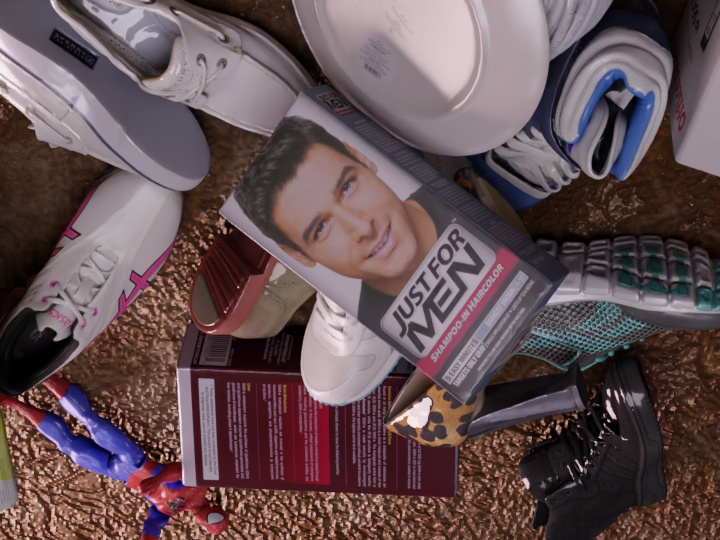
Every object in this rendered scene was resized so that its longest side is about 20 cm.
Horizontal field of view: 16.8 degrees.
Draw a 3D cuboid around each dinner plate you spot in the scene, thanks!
[{"bbox_3d":[0.028,-0.158,1.504,0.200,0.024,0.200,25,133,30],"label":"dinner plate"}]

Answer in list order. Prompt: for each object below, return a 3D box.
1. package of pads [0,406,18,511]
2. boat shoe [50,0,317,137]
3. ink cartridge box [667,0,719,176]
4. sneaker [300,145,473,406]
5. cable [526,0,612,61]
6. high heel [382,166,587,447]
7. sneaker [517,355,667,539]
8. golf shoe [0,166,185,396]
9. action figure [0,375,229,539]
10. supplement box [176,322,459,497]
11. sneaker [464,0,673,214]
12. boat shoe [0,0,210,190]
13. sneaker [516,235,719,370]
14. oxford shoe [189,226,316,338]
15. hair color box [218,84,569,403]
[{"bbox_3d":[-0.288,0.062,1.665,0.068,0.200,0.155,-13,122,-10],"label":"package of pads"},{"bbox_3d":[-0.119,-0.138,1.599,0.200,0.069,0.071,29,120,-11],"label":"boat shoe"},{"bbox_3d":[0.261,-0.169,1.504,0.084,0.146,0.200,16,121,-6],"label":"ink cartridge box"},{"bbox_3d":[0.000,0.000,1.637,0.081,0.076,0.200,-1,120,-49],"label":"sneaker"},{"bbox_3d":[0.070,-0.219,1.493,0.200,0.069,0.200,15,127,36],"label":"cable"},{"bbox_3d":[0.054,0.030,1.622,0.142,0.071,0.200,-14,118,18],"label":"high heel"},{"bbox_3d":[0.160,0.136,1.730,0.104,0.060,0.200,-14,145,2],"label":"sneaker"},{"bbox_3d":[-0.187,0.010,1.689,0.073,0.092,0.200,32,118,-14],"label":"golf shoe"},{"bbox_3d":[-0.181,0.151,1.776,0.200,0.099,0.065,32,120,-17],"label":"action figure"},{"bbox_3d":[-0.028,0.100,1.748,0.200,0.061,0.109,3,123,4],"label":"supplement box"},{"bbox_3d":[0.126,-0.084,1.568,0.081,0.147,0.200,32,118,-14],"label":"sneaker"},{"bbox_3d":[-0.192,-0.114,1.629,0.200,0.071,0.070,36,133,-16],"label":"boat shoe"},{"bbox_3d":[0.165,0.028,1.685,0.200,0.078,0.091,4,126,14],"label":"sneaker"},{"bbox_3d":[-0.039,-0.035,1.675,0.075,0.070,0.200,15,123,-43],"label":"oxford shoe"},{"bbox_3d":[0.021,-0.018,1.545,0.200,0.061,0.099,38,107,8],"label":"hair color box"}]
